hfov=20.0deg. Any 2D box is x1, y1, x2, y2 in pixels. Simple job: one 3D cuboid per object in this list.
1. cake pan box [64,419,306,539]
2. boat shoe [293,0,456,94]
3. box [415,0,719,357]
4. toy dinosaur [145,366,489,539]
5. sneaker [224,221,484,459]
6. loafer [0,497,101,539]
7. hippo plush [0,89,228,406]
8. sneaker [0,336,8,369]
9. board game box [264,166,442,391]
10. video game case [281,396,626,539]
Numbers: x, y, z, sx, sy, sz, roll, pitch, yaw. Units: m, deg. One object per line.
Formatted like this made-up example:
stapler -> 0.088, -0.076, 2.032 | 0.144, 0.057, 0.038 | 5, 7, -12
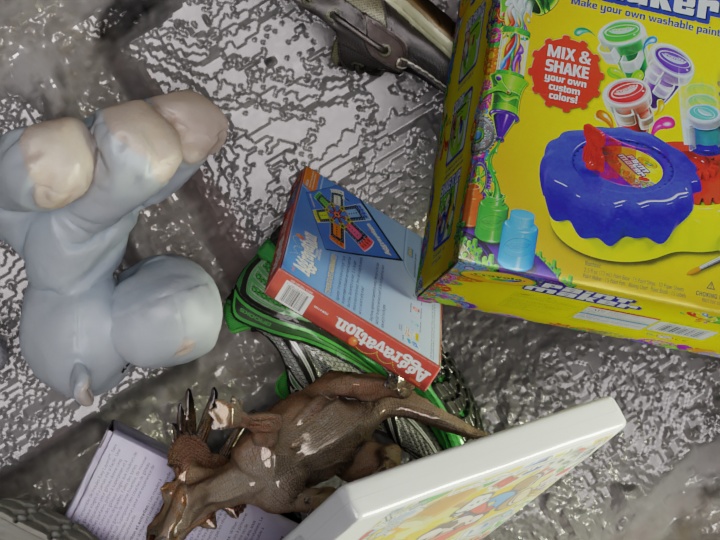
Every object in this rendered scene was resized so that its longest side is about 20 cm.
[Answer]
cake pan box -> -0.112, 0.212, 1.243 | 0.183, 0.052, 0.202 | 25, 92, -9
boat shoe -> 0.004, -0.150, 1.222 | 0.200, 0.073, 0.065 | 40, 101, -4
box -> 0.149, -0.068, 1.119 | 0.198, 0.122, 0.195 | 10, 78, -8
toy dinosaur -> -0.034, 0.095, 1.167 | 0.198, 0.135, 0.087 | -18, 94, -17
sneaker -> 0.001, 0.062, 1.239 | 0.085, 0.078, 0.200 | -42, 97, 16
loafer -> -0.142, 0.200, 1.171 | 0.199, 0.070, 0.070 | 25, 101, 16
hippo plush -> -0.159, -0.005, 1.166 | 0.198, 0.159, 0.163 | -14, 95, -5
sneaker -> -0.311, 0.022, 1.192 | 0.200, 0.075, 0.114 | 42, 87, -10
board game box -> 0.000, 0.000, 1.164 | 0.102, 0.200, 0.020 | 33, 107, -8
video game case -> 0.026, 0.139, 1.114 | 0.199, 0.182, 0.023 | -15, 69, -39
